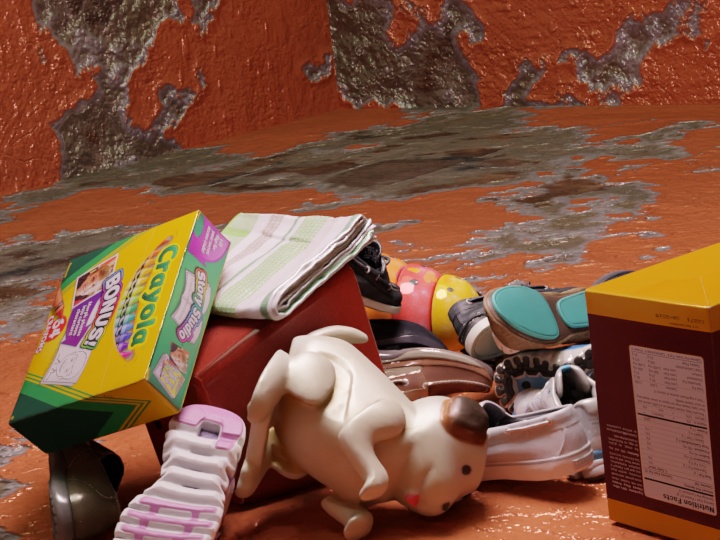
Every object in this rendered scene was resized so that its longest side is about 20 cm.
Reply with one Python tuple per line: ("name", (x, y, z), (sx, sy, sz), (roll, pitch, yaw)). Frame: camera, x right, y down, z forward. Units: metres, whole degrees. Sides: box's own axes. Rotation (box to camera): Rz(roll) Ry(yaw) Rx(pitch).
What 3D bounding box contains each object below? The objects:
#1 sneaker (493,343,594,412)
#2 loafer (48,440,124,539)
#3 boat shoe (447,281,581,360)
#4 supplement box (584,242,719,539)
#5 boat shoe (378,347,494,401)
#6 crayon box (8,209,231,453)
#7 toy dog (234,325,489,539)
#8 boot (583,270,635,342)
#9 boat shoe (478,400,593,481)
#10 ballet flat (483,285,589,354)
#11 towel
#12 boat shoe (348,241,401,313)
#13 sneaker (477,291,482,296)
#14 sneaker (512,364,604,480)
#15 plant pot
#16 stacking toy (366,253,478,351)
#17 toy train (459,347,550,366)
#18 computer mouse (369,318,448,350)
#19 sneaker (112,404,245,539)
("sneaker", (0.239, 0.099, 1.621), (0.199, 0.079, 0.090), (-1, 11, 25))
("loafer", (-0.255, 0.197, 1.497), (0.069, 0.076, 0.200), (-4, 21, -10))
("boat shoe", (0.173, 0.044, 1.708), (0.198, 0.075, 0.066), (-16, 45, -35))
("supplement box", (0.306, 0.095, 1.306), (0.196, 0.202, 0.132), (-16, 15, -35))
("boat shoe", (0.039, 0.121, 1.658), (0.198, 0.072, 0.076), (1, -18, 7))
("crayon box", (-0.220, 0.056, 1.478), (0.172, 0.058, 0.201), (-20, 41, 33))
("toy dog", (0.012, 0.146, 1.392), (0.199, 0.140, 0.194), (20, 34, 8))
("boot", (0.329, 0.053, 1.791), (0.164, 0.066, 0.199), (-26, 18, -33))
("boat shoe", (0.118, 0.151, 1.442), (0.072, 0.069, 0.199), (-18, 7, -40))
("ballet flat", (0.179, 0.053, 1.624), (0.199, 0.068, 0.072), (-5, -26, -46))
("towel", (-0.097, -0.010, 1.516), (0.199, 0.031, 0.149), (5, 38, 47))
("boat shoe", (-0.002, -0.001, 1.647), (0.074, 0.067, 0.199), (22, 3, 30))
("sneaker", (0.068, 0.046, 1.947), (0.199, 0.078, 0.112), (-15, 14, -33))
("sneaker", (0.194, 0.126, 1.504), (0.074, 0.087, 0.200), (-12, 12, -14))
("plant pot", (-0.106, 0.113, 1.533), (0.176, 0.201, 0.199), (-32, 25, -34))
("stacking toy", (0.087, 0.046, 1.792), (0.198, 0.147, 0.146), (0, 14, 19))
("toy train", (0.185, 0.095, 1.765), (0.046, 0.034, 0.199), (-13, 14, -38))
("computer mouse", (0.000, 0.085, 1.725), (0.198, 0.139, 0.053), (1, 40, 0))
("sneaker", (-0.150, 0.210, 1.363), (0.080, 0.089, 0.201), (14, 39, 8))
